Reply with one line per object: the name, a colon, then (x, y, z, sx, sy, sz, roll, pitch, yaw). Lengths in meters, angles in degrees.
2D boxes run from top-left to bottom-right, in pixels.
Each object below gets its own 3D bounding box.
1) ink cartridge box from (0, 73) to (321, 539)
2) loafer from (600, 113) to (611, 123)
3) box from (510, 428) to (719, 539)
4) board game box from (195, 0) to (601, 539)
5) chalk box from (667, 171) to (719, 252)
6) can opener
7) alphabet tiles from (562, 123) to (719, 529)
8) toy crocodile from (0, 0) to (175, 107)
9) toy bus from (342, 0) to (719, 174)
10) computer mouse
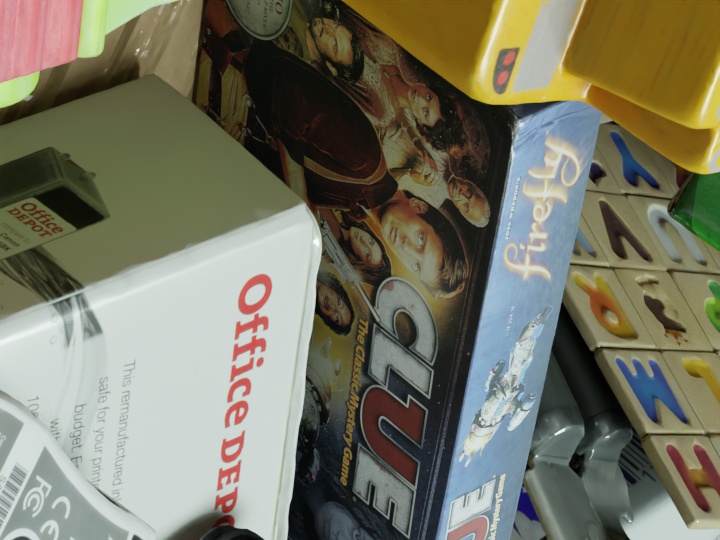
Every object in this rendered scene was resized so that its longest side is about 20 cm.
ink cartridge box: (-0.119, 0.048, 0.784, 0.199, 0.083, 0.147, -22, 137, -33)
loafer: (0.057, -0.142, 0.774, 0.067, 0.076, 0.201, 6, 86, -46)
box: (0.119, 0.106, 1.076, 0.183, 0.105, 0.201, -26, 137, -31)
board game box: (0.000, 0.000, 0.826, 0.034, 0.135, 0.201, -20, 135, -34)
chalk box: (0.222, -0.060, 0.917, 0.124, 0.124, 0.201, 17, 109, -56)
can opener: (0.049, 0.055, 0.895, 0.067, 0.201, 0.053, -39, 152, 29)
alphabet tiles: (0.129, 0.029, 0.945, 0.166, 0.201, 0.006, 5, 140, -49)
toy crocodile: (-0.121, -0.065, 0.697, 0.199, 0.062, 0.068, -15, 132, -38)
toy bus: (0.024, -0.099, 0.705, 0.078, 0.200, 0.065, -8, 127, -44)
computer mouse: (-0.088, 0.083, 0.733, 0.110, 0.044, 0.200, -63, 144, -18)
